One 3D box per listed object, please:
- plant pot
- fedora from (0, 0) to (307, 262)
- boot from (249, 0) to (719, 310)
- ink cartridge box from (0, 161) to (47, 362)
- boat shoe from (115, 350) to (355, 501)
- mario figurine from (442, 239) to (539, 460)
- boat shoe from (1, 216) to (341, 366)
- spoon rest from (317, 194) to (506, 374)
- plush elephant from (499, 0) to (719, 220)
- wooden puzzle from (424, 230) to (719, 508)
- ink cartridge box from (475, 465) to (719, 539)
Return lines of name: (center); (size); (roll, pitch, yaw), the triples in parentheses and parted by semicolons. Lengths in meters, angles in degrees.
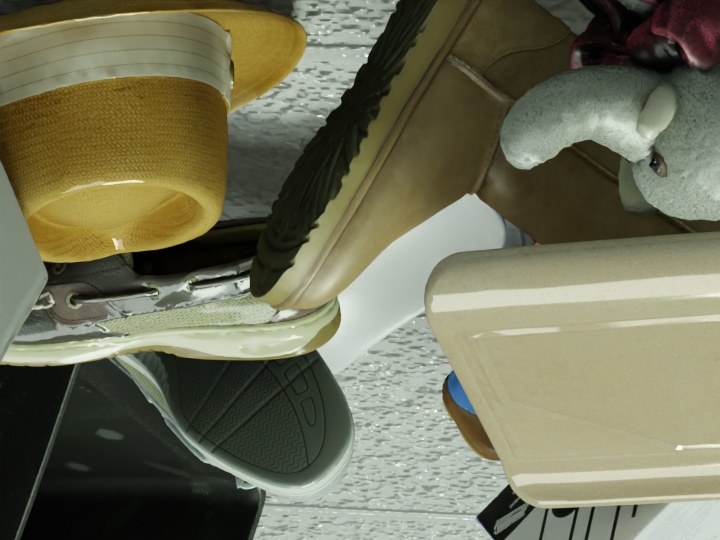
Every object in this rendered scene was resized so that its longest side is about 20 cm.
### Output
plant pot: (-0.198, 0.164, 1.560); (0.177, 0.201, 0.200); (3, 154, 33)
fedora: (-0.108, -0.053, 1.170); (0.199, 0.082, 0.201); (-9, 169, -2)
boot: (0.078, -0.015, 1.136); (0.200, 0.176, 0.066); (34, 176, -17)
ink cartridge box: (-0.244, -0.019, 1.091); (0.199, 0.083, 0.147); (-13, 113, 17)
boat shoe: (-0.066, 0.052, 1.343); (0.202, 0.074, 0.065); (32, 166, 41)
mario figurine: (0.109, 0.019, 1.266); (0.105, 0.124, 0.200); (9, 146, -12)
boat shoe: (-0.109, 0.001, 1.284); (0.199, 0.073, 0.065); (-2, 117, 1)
spoon rest: (0.000, 0.000, 1.327); (0.099, 0.061, 0.200); (15, 152, -15)
plush elephant: (0.109, -0.088, 1.010); (0.199, 0.156, 0.165); (9, 174, -20)
wooden puzzle: (0.132, 0.036, 1.105); (0.184, 0.037, 0.200); (-4, 151, 12)
ink cartridge box: (0.148, 0.071, 1.239); (0.200, 0.094, 0.044); (-46, 121, 2)
